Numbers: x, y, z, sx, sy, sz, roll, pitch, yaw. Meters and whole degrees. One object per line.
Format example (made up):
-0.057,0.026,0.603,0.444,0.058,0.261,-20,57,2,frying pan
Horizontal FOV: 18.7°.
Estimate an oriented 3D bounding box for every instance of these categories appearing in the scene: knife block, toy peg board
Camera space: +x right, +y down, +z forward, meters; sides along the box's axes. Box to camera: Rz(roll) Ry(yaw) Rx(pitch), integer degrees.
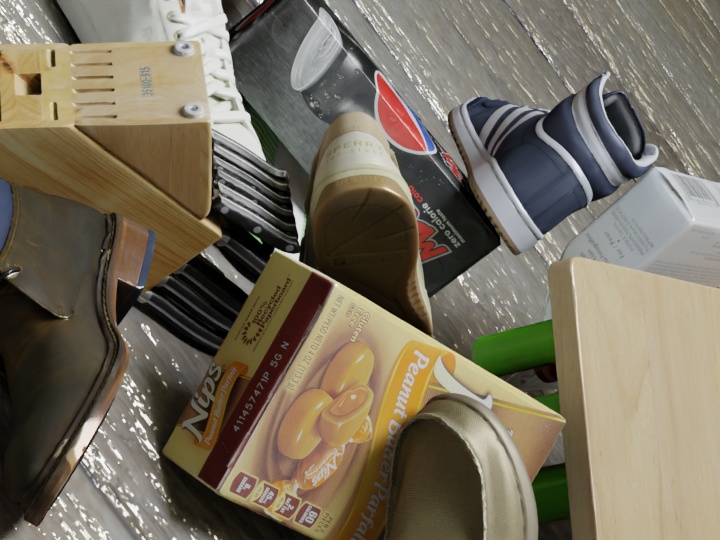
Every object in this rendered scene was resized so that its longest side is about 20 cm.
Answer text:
-0.126,-0.029,1.101,0.199,0.176,0.064,-2,44,-9,knife block
0.156,0.111,1.289,0.198,0.097,0.201,11,70,-46,toy peg board

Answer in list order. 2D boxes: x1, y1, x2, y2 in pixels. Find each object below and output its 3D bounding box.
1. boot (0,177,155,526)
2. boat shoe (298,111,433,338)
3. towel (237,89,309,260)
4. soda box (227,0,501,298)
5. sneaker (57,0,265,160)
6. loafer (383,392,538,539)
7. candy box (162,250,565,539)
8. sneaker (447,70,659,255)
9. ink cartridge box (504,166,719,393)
-0.155,0.028,0.964,0.097,0.075,0.200,28,30,-15,boot
0.000,0.000,1.165,0.201,0.072,0.065,88,-4,-51,boat shoe
-0.037,-0.027,1.301,0.200,0.023,0.153,44,24,-24,towel
0.000,-0.079,1.326,0.200,0.071,0.063,50,12,-14,soda box
-0.100,-0.122,1.201,0.073,0.085,0.201,-8,59,-52,sneaker
0.038,0.160,1.051,0.067,0.076,0.202,2,86,-46,loafer
0.006,0.084,1.109,0.200,0.116,0.055,31,-1,-43,candy box
0.119,-0.082,1.359,0.070,0.108,0.200,53,10,-19,sneaker
0.155,0.018,1.393,0.047,0.200,0.160,57,23,18,ink cartridge box
